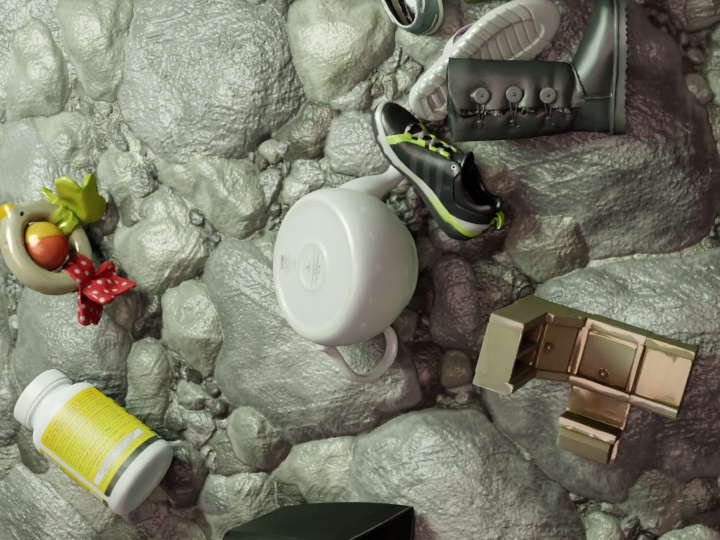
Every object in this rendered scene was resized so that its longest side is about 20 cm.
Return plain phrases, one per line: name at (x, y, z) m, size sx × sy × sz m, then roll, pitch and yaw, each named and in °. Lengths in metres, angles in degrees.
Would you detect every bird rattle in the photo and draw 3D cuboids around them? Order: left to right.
bird rattle at (-0.396, -0.022, 1.384) m, size 0.113 × 0.163 × 0.200 m, roll -18°, pitch 79°, yaw 38°

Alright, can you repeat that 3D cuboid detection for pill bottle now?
pill bottle at (-0.357, 0.222, 1.409) m, size 0.200 × 0.112 × 0.113 m, roll 35°, pitch 105°, yaw 13°

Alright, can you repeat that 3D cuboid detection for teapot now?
teapot at (0.000, 0.000, 1.254) m, size 0.200 × 0.146 × 0.198 m, roll -53°, pitch 50°, yaw 37°

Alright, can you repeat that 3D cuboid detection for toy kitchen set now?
toy kitchen set at (0.239, 0.141, 1.157) m, size 0.200 × 0.180 × 0.163 m, roll 17°, pitch 102°, yaw 21°

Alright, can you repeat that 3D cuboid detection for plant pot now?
plant pot at (-0.062, 0.385, 1.290) m, size 0.177 × 0.200 × 0.200 m, roll 9°, pitch 98°, yaw 31°

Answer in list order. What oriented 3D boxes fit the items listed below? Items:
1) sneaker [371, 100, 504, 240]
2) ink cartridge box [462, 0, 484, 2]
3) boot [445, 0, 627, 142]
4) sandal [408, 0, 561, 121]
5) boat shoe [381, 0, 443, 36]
sneaker at (0.098, -0.128, 1.233) m, size 0.200 × 0.072 × 0.083 m, roll 51°, pitch 134°, yaw -3°
ink cartridge box at (0.119, -0.381, 1.140) m, size 0.076 × 0.200 × 0.148 m, roll -3°, pitch 94°, yaw 20°
boot at (0.194, -0.229, 1.181) m, size 0.200 × 0.066 × 0.165 m, roll 0°, pitch 100°, yaw 11°
sandal at (0.135, -0.254, 1.224) m, size 0.203 × 0.082 × 0.050 m, roll -34°, pitch 41°, yaw 20°
boat shoe at (0.039, -0.369, 1.233) m, size 0.073 × 0.062 × 0.200 m, roll -18°, pitch 95°, yaw 31°
